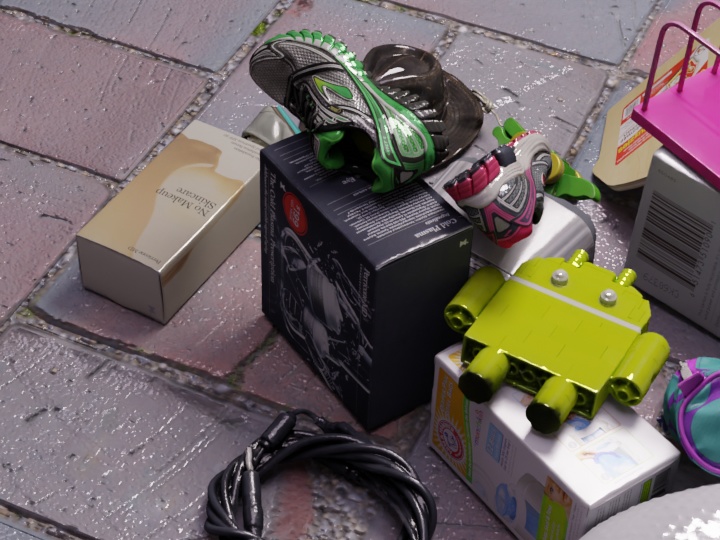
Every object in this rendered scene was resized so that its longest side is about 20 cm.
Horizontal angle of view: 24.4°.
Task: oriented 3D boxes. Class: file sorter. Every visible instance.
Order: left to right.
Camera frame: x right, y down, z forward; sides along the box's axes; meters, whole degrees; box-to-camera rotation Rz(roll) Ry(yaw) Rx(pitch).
[{"bbox_3d":[0.366,-0.179,1.469,0.199,0.126,0.139,-28,55,-28],"label":"file sorter"}]

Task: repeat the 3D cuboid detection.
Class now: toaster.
[{"bbox_3d":[0.112,-0.017,1.553,0.199,0.114,0.129,29,53,24],"label":"toaster"}]

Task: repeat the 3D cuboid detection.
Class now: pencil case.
[{"bbox_3d":[0.292,0.117,1.366,0.085,0.200,0.093,-38,85,4],"label":"pencil case"}]

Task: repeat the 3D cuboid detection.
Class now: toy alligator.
[{"bbox_3d":[0.164,-0.112,1.696,0.054,0.059,0.200,-51,54,7],"label":"toy alligator"}]

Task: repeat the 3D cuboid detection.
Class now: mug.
[{"bbox_3d":[0.251,0.267,1.256,0.174,0.148,0.202,-10,77,-9],"label":"mug"}]

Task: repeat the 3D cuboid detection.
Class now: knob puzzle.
[{"bbox_3d":[0.309,-0.147,1.659,0.030,0.219,0.220,38,44,-16],"label":"knob puzzle"}]

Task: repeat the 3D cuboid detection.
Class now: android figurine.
[{"bbox_3d":[0.165,0.051,1.381,0.181,0.041,0.200,24,45,21],"label":"android figurine"}]

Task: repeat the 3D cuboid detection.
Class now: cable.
[{"bbox_3d":[-0.033,0.200,1.372,0.163,0.051,0.200,-33,54,-29],"label":"cable"}]

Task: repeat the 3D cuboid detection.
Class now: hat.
[{"bbox_3d":[0.034,-0.184,1.744,0.199,0.081,0.202,1,45,-1],"label":"hat"}]

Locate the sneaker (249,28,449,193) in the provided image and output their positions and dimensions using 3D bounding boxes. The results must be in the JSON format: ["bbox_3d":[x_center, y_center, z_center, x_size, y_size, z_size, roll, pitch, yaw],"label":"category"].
[{"bbox_3d":[-0.023,-0.137,1.412,0.199,0.078,0.085,33,53,29],"label":"sneaker"}]

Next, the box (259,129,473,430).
[{"bbox_3d":[0.000,0.000,1.470,0.104,0.201,0.182,-25,49,-26],"label":"box"}]

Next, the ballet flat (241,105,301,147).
[{"bbox_3d":[-0.054,-0.092,1.674,0.064,0.067,0.200,-41,53,-2],"label":"ballet flat"}]

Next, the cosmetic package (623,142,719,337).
[{"bbox_3d":[0.376,-0.060,1.558,0.165,0.166,0.200,34,53,24],"label":"cosmetic package"}]

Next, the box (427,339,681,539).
[{"bbox_3d":[0.155,0.147,1.383,0.101,0.113,0.200,-24,49,-27],"label":"box"}]

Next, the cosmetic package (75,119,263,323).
[{"bbox_3d":[-0.174,-0.051,1.612,0.105,0.071,0.200,22,48,20],"label":"cosmetic package"}]

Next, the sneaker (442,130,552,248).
[{"bbox_3d":[0.128,-0.066,1.441,0.075,0.080,0.200,56,23,0],"label":"sneaker"}]
